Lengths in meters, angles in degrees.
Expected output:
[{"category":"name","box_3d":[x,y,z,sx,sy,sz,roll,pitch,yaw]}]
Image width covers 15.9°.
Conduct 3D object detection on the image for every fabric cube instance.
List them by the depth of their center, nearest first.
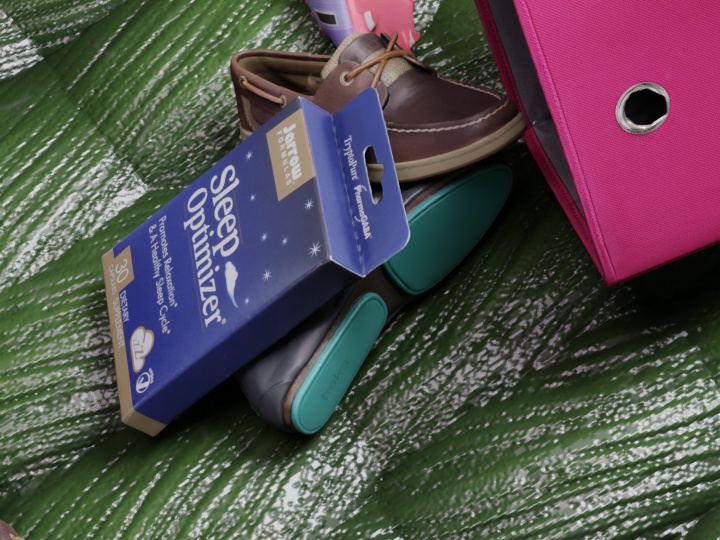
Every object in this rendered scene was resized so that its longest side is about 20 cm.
[{"category":"fabric cube","box_3d":[0.171,-0.144,1.361,0.199,0.196,0.200,-21,31,0]}]

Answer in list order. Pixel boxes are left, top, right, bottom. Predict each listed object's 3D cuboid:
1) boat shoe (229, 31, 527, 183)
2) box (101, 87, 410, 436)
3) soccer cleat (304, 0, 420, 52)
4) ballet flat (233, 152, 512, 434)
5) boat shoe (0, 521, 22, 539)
[{"category":"boat shoe","box_3d":[0.003,-0.097,1.446,0.200,0.072,0.072,9,35,45]},{"category":"box","box_3d":[-0.062,-0.011,1.411,0.200,0.032,0.121,-36,44,26]},{"category":"soccer cleat","box_3d":[-0.021,-0.188,1.559,0.076,0.067,0.200,-35,58,30]},{"category":"ballet flat","box_3d":[0.000,0.000,1.431,0.073,0.073,0.200,33,76,28]},{"category":"boat shoe","box_3d":[-0.199,0.174,1.379,0.072,0.072,0.200,1,51,-14]}]
